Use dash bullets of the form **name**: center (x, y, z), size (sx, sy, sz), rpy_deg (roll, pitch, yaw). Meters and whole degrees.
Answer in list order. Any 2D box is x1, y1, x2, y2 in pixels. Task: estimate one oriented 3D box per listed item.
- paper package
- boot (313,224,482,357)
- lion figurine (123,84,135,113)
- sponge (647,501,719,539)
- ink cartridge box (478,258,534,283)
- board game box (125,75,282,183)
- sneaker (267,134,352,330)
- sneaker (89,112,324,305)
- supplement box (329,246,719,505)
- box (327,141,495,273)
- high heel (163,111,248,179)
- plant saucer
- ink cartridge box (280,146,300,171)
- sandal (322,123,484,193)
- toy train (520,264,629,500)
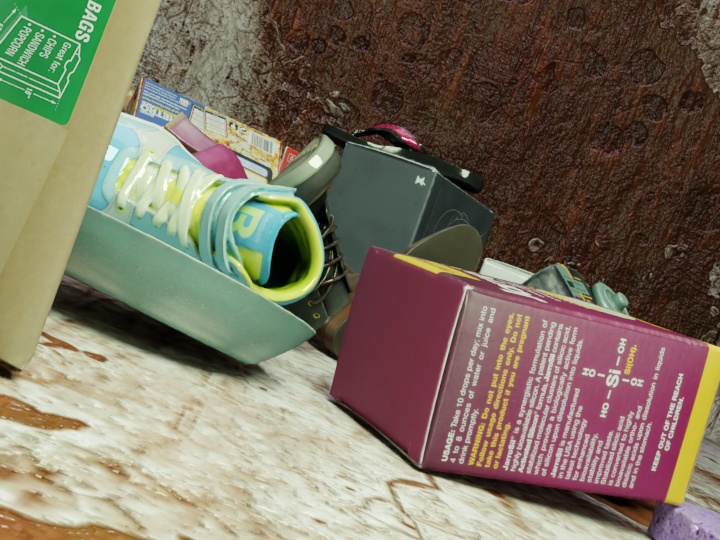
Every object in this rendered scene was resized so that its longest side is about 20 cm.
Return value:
- **paper package**: center (-0.165, -0.086, 0.410), size (0.102, 0.204, 0.190), rpy_deg (20, 3, -31)
- **boot**: center (0.000, 0.000, 0.958), size (0.199, 0.185, 0.065), rpy_deg (23, -37, 62)
- **lion figurine**: center (-0.229, -0.108, 0.952), size (0.071, 0.125, 0.201), rpy_deg (-12, 30, -10)
- **sponge**: center (0.241, 0.178, 0.532), size (0.110, 0.030, 0.200), rpy_deg (22, 2, -3)
- **ink cartridge box**: center (0.158, 0.069, 1.152), size (0.081, 0.148, 0.200), rpy_deg (21, 0, 8)
- **board game box**: center (-0.149, -0.068, 0.879), size (0.149, 0.046, 0.202), rpy_deg (23, 42, -22)
- **sneaker**: center (-0.034, -0.023, 0.747), size (0.106, 0.075, 0.200), rpy_deg (46, -25, -2)
- **sneaker**: center (-0.104, -0.044, 0.600), size (0.198, 0.081, 0.130), rpy_deg (29, -10, -22)
- **supplement box**: center (0.101, 0.064, 0.608), size (0.197, 0.105, 0.131), rpy_deg (13, 6, -27)
- **box**: center (0.039, -0.010, 1.104), size (0.122, 0.204, 0.196), rpy_deg (20, -1, 26)
- **high heel**: center (-0.155, -0.043, 0.776), size (0.096, 0.067, 0.201), rpy_deg (43, 35, -11)
- **plant saucer**: center (-0.121, 0.008, 0.570), size (0.197, 0.036, 0.200), rpy_deg (26, -7, 3)
- **ink cartridge box**: center (-0.051, -0.038, 1.246), size (0.044, 0.179, 0.199), rpy_deg (22, 1, 40)
- **sandal**: center (0.052, -0.139, 1.129), size (0.196, 0.046, 0.075), rpy_deg (18, -1, 11)
- **toy train**: center (0.183, 0.086, 0.764), size (0.113, 0.085, 0.203), rpy_deg (13, 47, -53)
